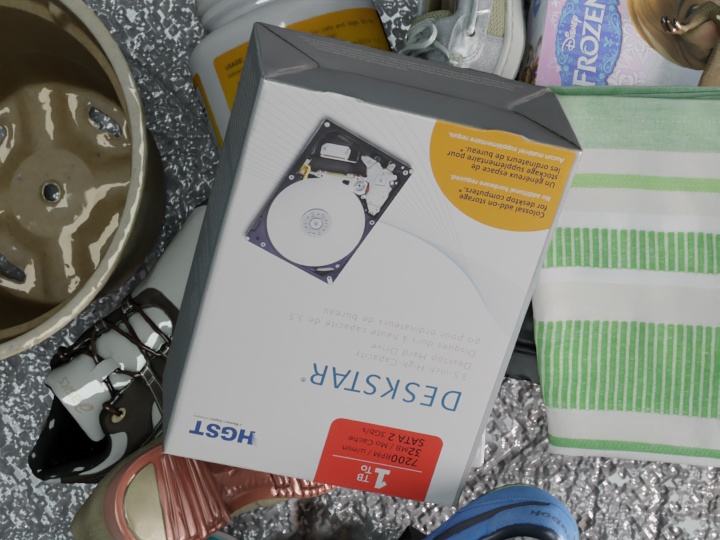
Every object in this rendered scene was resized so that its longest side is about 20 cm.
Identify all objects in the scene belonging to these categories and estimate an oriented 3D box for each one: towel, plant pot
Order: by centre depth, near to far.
[{"bbox_3d":[0.154,0.006,0.924,0.151,0.023,0.201,2,114,23],"label":"towel"},{"bbox_3d":[-0.187,-0.050,0.975,0.199,0.183,0.202,0,87,8],"label":"plant pot"}]

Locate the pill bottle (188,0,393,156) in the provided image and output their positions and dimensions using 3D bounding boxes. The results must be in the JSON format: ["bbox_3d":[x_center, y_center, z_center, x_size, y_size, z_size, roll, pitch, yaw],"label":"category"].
[{"bbox_3d":[-0.025,-0.077,1.001,0.109,0.109,0.201,-20,86,5],"label":"pill bottle"}]

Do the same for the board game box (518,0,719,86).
[{"bbox_3d":[0.191,-0.154,0.978,0.198,0.041,0.202,11,79,-9],"label":"board game box"}]

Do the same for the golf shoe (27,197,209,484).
[{"bbox_3d":[-0.111,0.047,0.979,0.078,0.094,0.201,44,125,23],"label":"golf shoe"}]

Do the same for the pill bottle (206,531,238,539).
[{"bbox_3d":[-0.103,0.202,0.968,0.110,0.200,0.112,0,91,4],"label":"pill bottle"}]

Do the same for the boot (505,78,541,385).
[{"bbox_3d":[0.152,-0.015,1.006,0.198,0.076,0.170,10,94,7],"label":"boot"}]

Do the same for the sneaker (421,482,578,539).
[{"bbox_3d":[0.022,0.177,0.897,0.200,0.078,0.066,-40,90,5],"label":"sneaker"}]

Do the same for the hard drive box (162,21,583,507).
[{"bbox_3d":[0.000,0.000,0.894,0.155,0.077,0.201,11,116,-12],"label":"hard drive box"}]

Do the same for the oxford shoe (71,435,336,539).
[{"bbox_3d":[-0.070,0.099,1.000,0.199,0.074,0.071,-17,90,-40],"label":"oxford shoe"}]

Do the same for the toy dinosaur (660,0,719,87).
[{"bbox_3d":[0.224,-0.136,0.941,0.199,0.058,0.102,-29,103,-7],"label":"toy dinosaur"}]

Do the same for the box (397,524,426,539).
[{"bbox_3d":[0.030,0.268,0.997,0.148,0.124,0.201,33,94,3],"label":"box"}]

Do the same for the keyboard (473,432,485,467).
[{"bbox_3d":[0.049,0.009,1.050,0.056,0.011,0.202,4,92,-1],"label":"keyboard"}]

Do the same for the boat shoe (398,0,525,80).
[{"bbox_3d":[0.048,-0.143,0.960,0.064,0.074,0.203,19,77,-20],"label":"boat shoe"}]
